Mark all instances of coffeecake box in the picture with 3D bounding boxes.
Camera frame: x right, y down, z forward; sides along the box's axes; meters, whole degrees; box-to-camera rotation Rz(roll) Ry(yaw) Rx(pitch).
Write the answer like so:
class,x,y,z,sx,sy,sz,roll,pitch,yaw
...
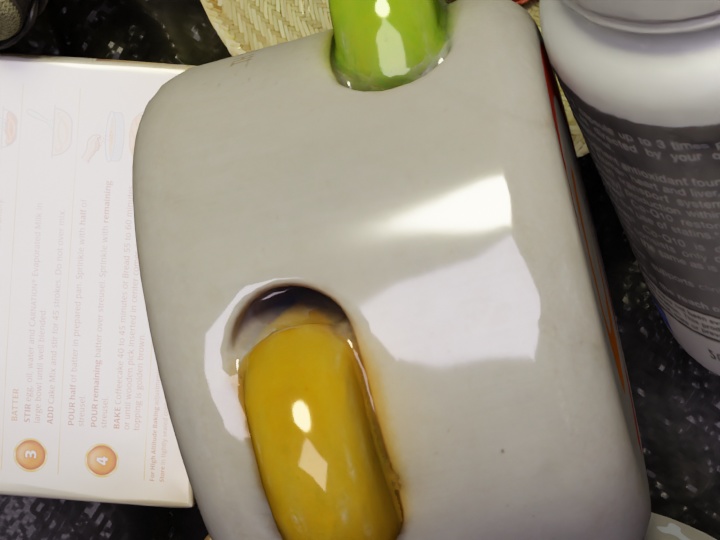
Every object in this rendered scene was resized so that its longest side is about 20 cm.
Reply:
class,x,y,z,sx,sy,sz,roll,pitch,yaw
coffeecake box,-0.150,-0.002,0.893,0.200,0.073,0.154,4,94,3

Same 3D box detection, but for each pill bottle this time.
class,x,y,z,sx,sy,sz,roll,pitch,yaw
pill bottle,0.121,-0.062,0.770,0.114,0.114,0.200,-24,136,5

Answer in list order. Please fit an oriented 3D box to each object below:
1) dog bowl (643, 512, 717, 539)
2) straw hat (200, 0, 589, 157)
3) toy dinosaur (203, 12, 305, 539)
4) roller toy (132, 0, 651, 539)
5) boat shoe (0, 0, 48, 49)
class,x,y,z,sx,sy,sz,roll,pitch,yaw
dog bowl,0.078,0.169,0.871,0.200,0.059,0.200,7,119,12
straw hat,0.034,-0.133,0.839,0.201,0.085,0.202,-1,77,5
toy dinosaur,0.000,0.000,0.901,0.106,0.060,0.200,-2,85,16
roller toy,0.006,0.017,0.773,0.139,0.183,0.200,-14,61,7
boat shoe,-0.133,-0.103,0.835,0.200,0.073,0.065,-35,67,-10
